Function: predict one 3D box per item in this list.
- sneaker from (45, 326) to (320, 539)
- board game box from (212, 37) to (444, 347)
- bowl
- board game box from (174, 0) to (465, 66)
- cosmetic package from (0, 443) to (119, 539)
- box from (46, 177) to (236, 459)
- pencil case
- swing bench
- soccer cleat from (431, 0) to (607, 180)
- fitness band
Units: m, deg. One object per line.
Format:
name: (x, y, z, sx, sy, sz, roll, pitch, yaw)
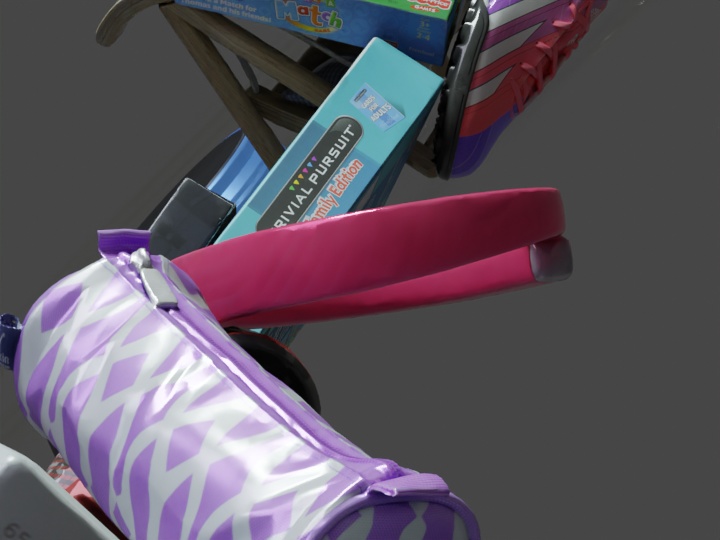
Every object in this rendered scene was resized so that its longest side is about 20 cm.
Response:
sneaker: (-0.098, 0.095, 0.785, 0.200, 0.071, 0.098, -43, 12, 7)
board game box: (-0.041, -0.006, 1.005, 0.200, 0.047, 0.151, -54, -5, -33)
bowl: (-0.144, -0.042, 1.607, 0.201, 0.039, 0.201, -45, 12, 13)
board game box: (-0.001, -0.204, 1.076, 0.037, 0.151, 0.200, 96, -169, -45)
cosmetic package: (-0.103, 0.155, 0.523, 0.165, 0.165, 0.200, -49, 13, -12)
box: (-0.118, 0.047, 1.045, 0.143, 0.036, 0.200, -57, -9, -18)
pencil case: (-0.042, 0.060, 0.634, 0.200, 0.084, 0.086, 36, 113, 46)
swing bench: (-0.017, -0.161, 1.160, 0.130, 0.200, 0.199, -33, 18, 48)
soccer cleat: (0.094, -0.135, 1.036, 0.068, 0.073, 0.201, 110, 180, -73)
fitness band: (0.000, 0.000, 0.780, 0.143, 0.038, 0.200, -8, -4, -25)
